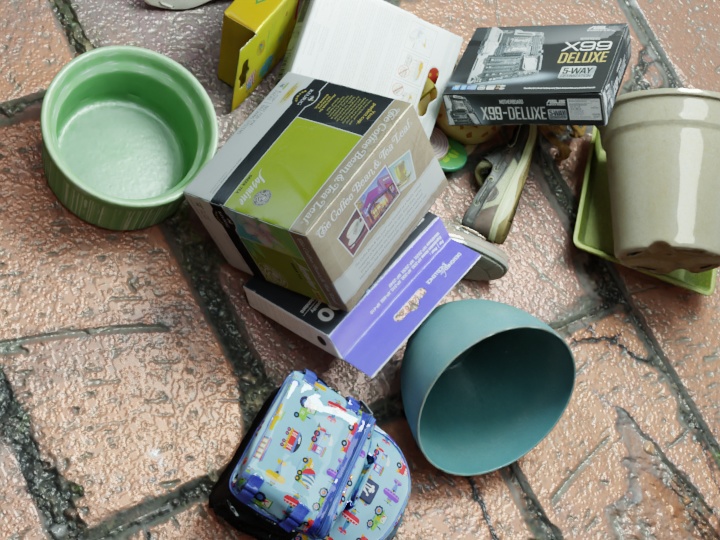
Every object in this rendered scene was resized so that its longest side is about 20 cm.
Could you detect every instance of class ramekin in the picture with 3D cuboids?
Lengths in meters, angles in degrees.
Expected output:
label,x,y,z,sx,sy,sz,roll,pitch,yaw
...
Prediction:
label,x,y,z,sx,sy,sz,roll,pitch,yaw
ramekin,-0.267,-0.144,1.637,0.198,0.098,0.202,7,65,-16

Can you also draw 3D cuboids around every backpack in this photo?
label,x,y,z,sx,sy,sz,roll,pitch,yaw
backpack,-0.035,0.226,1.538,0.199,0.135,0.183,35,62,-5

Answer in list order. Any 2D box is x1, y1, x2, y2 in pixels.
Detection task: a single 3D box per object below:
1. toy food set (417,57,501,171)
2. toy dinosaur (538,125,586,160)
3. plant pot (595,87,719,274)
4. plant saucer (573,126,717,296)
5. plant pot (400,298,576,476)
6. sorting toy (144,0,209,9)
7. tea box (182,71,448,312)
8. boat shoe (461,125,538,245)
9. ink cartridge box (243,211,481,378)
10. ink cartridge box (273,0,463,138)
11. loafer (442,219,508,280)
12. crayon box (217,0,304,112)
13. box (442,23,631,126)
label,x,y,z,sx,sy,sz,roll,pitch,yaw
toy food set,0.072,-0.212,1.814,0.200,0.049,0.198,47,61,4
toy dinosaur,0.243,-0.188,1.831,0.106,0.060,0.200,42,14,-30
plant pot,0.379,-0.099,1.751,0.199,0.200,0.185,8,77,-16
plant saucer,0.367,-0.077,1.858,0.198,0.048,0.201,20,63,-10
plant pot,0.124,0.110,1.629,0.198,0.202,0.135,-10,36,-23
sorting toy,-0.178,-0.423,1.807,0.179,0.107,0.202,10,63,-36
tea box,-0.047,-0.091,1.595,0.196,0.134,0.200,20,62,40
boat shoe,0.174,-0.120,1.789,0.064,0.074,0.201,18,47,4
ink cartridge box,0.000,0.000,1.625,0.199,0.044,0.198,28,66,34
ink cartridge box,0.008,-0.244,1.739,0.199,0.050,0.164,20,88,-25
loafer,0.086,-0.043,1.736,0.198,0.072,0.063,14,56,-10
crayon box,-0.113,-0.302,1.741,0.051,0.127,0.200,31,60,8
box,0.217,-0.238,1.751,0.198,0.050,0.158,3,41,24
